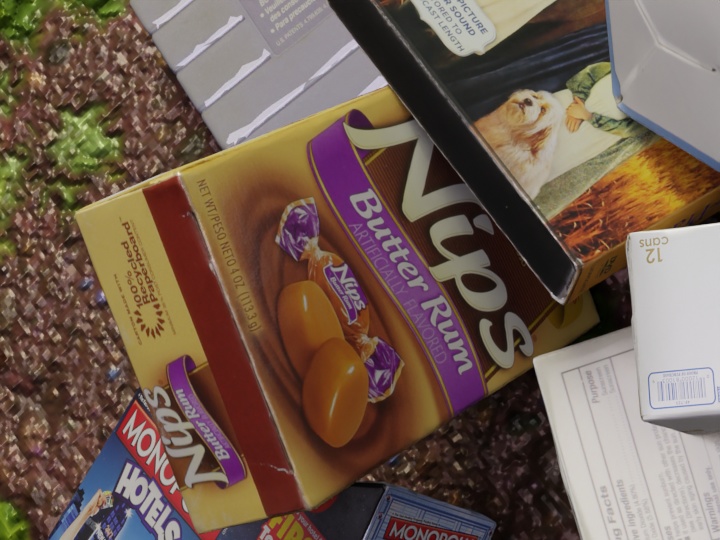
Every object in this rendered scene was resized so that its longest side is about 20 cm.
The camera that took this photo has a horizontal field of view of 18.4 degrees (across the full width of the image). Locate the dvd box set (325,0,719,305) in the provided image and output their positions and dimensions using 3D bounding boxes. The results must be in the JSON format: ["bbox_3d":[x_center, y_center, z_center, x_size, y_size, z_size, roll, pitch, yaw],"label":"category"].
[{"bbox_3d":[0.108,-0.092,0.803,0.199,0.029,0.147,-28,71,-24],"label":"dvd box set"}]

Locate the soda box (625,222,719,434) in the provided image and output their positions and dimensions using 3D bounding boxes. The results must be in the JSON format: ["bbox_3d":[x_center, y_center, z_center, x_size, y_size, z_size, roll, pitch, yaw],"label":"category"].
[{"bbox_3d":[0.190,0.013,0.715,0.199,0.068,0.064,-6,80,19],"label":"soda box"}]

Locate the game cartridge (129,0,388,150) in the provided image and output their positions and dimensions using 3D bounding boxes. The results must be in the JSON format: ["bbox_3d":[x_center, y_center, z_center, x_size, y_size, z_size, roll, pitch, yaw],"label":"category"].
[{"bbox_3d":[0.013,-0.123,0.904,0.200,0.038,0.130,-37,68,13],"label":"game cartridge"}]

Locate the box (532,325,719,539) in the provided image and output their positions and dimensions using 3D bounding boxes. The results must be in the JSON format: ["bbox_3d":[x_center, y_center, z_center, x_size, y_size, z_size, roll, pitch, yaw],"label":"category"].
[{"bbox_3d":[0.172,0.047,0.796,0.199,0.078,0.095,-18,77,18],"label":"box"}]

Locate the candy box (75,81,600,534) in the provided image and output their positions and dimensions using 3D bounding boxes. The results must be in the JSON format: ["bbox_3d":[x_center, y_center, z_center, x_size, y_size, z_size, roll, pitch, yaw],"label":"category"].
[{"bbox_3d":[0.000,0.000,0.788,0.056,0.200,0.117,-17,97,37],"label":"candy box"}]

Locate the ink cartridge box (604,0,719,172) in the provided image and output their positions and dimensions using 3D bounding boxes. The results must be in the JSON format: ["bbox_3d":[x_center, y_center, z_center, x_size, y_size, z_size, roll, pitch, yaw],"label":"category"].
[{"bbox_3d":[0.198,-0.090,0.726,0.199,0.077,0.136,-19,31,-19],"label":"ink cartridge box"}]

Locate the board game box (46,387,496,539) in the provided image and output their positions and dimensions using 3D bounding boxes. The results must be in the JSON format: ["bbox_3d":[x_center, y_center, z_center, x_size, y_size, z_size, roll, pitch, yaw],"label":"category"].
[{"bbox_3d":[-0.046,0.139,0.846,0.200,0.062,0.200,-57,41,12],"label":"board game box"}]
